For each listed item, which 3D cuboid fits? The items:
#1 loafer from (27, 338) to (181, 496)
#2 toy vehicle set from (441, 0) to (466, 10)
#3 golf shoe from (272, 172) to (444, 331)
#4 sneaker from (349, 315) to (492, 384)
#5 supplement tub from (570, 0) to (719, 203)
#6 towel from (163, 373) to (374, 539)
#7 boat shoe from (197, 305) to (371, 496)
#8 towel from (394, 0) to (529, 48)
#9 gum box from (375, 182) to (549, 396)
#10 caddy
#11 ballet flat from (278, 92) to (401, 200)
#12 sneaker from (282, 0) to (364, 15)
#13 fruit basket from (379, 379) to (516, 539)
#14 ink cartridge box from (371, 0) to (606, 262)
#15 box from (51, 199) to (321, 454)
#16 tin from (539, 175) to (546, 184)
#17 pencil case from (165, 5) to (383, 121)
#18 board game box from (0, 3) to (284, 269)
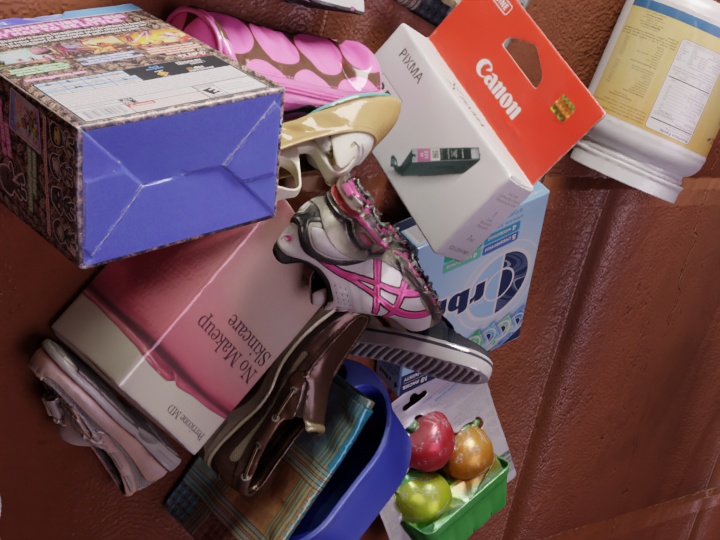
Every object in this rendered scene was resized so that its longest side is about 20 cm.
[{"bbox_3d":[-0.221,0.132,1.102,0.063,0.072,0.200,-43,140,-6],"label":"loafer"},{"bbox_3d":[0.078,-0.335,1.114,0.124,0.026,0.200,-49,136,-8],"label":"toy vehicle set"},{"bbox_3d":[0.000,0.000,1.087,0.092,0.073,0.200,-34,140,8],"label":"golf shoe"},{"bbox_3d":[0.037,0.045,1.208,0.078,0.198,0.080,48,60,-56],"label":"sneaker"},{"bbox_3d":[0.315,-0.187,1.384,0.144,0.144,0.202,12,105,-47],"label":"supplement tub"},{"bbox_3d":[-0.085,0.169,1.196,0.201,0.146,0.022,-55,137,-3],"label":"towel"},{"bbox_3d":[-0.052,0.113,1.148,0.203,0.075,0.075,-50,155,11],"label":"boat shoe"},{"bbox_3d":[0.111,-0.315,1.199,0.191,0.034,0.202,19,101,-45],"label":"towel"},{"bbox_3d":[0.101,0.014,1.331,0.169,0.045,0.202,-23,139,-29],"label":"gum box"},{"bbox_3d":[-0.045,0.180,1.247,0.201,0.141,0.105,-52,142,-9],"label":"caddy"},{"bbox_3d":[-0.047,-0.088,1.038,0.198,0.064,0.069,-16,156,-23],"label":"ballet flat"},{"bbox_3d":[-0.070,-0.259,1.026,0.199,0.080,0.088,1,101,-53],"label":"sneaker"},{"bbox_3d":[0.080,0.204,1.445,0.185,0.093,0.202,-36,119,-24],"label":"fruit basket"},{"bbox_3d":[0.087,-0.138,1.107,0.043,0.201,0.174,17,124,-48],"label":"ink cartridge box"},{"bbox_3d":[-0.132,0.027,1.093,0.200,0.109,0.128,-50,139,-11],"label":"box"},{"bbox_3d":[0.114,-0.103,1.316,0.199,0.042,0.113,2,108,-46],"label":"tin"},{"bbox_3d":[-0.065,-0.155,1.063,0.199,0.093,0.092,-1,103,-46],"label":"pencil case"},{"bbox_3d":[-0.174,-0.101,0.906,0.158,0.199,0.098,-16,125,-37],"label":"board game box"}]
